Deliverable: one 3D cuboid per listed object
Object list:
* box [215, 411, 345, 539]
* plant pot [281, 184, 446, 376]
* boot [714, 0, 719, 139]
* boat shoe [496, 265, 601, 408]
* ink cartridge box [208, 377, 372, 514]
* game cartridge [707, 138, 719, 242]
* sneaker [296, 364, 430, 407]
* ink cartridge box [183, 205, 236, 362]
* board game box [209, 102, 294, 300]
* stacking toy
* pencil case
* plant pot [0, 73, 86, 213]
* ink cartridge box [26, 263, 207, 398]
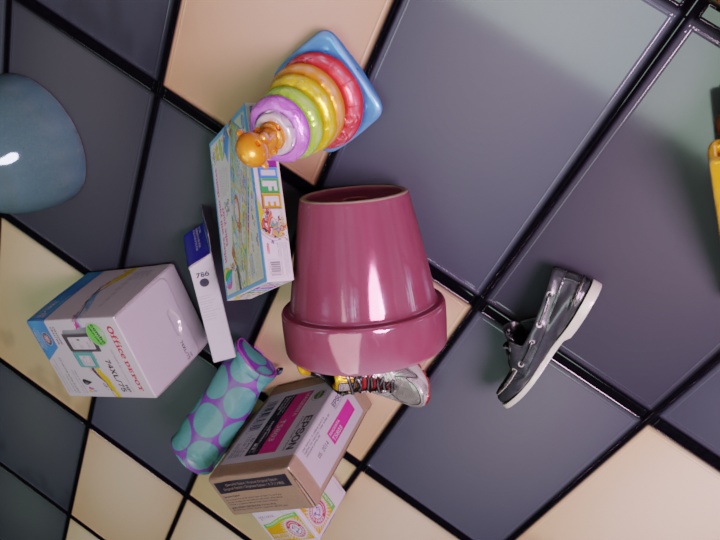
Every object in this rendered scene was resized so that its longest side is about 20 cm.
[{"bbox_3d":[-0.133,0.337,1.145,0.111,0.102,0.202,-23,108,37],"label":"box"},{"bbox_3d":[0.000,0.000,0.812,0.197,0.199,0.183,2,105,27],"label":"plant pot"},{"bbox_3d":[0.320,-0.217,0.572,0.154,0.074,0.201,39,132,10],"label":"boot"},{"bbox_3d":[0.200,0.077,0.817,0.066,0.075,0.201,32,129,8],"label":"boat shoe"},{"bbox_3d":[-0.097,0.243,1.000,0.163,0.201,0.076,-21,111,35],"label":"ink cartridge box"},{"bbox_3d":[0.409,-0.046,0.613,0.174,0.033,0.201,-5,140,30],"label":"game cartridge"},{"bbox_3d":[0.001,0.146,0.962,0.197,0.082,0.079,17,127,17],"label":"sneaker"},{"bbox_3d":[-0.217,0.020,0.990,0.038,0.100,0.203,-12,120,-12],"label":"ink cartridge box"},{"bbox_3d":[-0.133,-0.076,0.827,0.134,0.034,0.204,-19,76,58],"label":"board game box"},{"bbox_3d":[-0.072,-0.154,0.729,0.109,0.201,0.117,-28,106,38],"label":"stacking toy"},{"bbox_3d":[-0.206,0.207,1.062,0.085,0.092,0.201,35,99,1],"label":"pencil case"},{"bbox_3d":[-0.520,-0.163,1.007,0.197,0.135,0.203,13,125,19],"label":"plant pot"},{"bbox_3d":[-0.371,0.094,1.086,0.197,0.146,0.149,-5,118,30],"label":"ink cartridge box"}]
